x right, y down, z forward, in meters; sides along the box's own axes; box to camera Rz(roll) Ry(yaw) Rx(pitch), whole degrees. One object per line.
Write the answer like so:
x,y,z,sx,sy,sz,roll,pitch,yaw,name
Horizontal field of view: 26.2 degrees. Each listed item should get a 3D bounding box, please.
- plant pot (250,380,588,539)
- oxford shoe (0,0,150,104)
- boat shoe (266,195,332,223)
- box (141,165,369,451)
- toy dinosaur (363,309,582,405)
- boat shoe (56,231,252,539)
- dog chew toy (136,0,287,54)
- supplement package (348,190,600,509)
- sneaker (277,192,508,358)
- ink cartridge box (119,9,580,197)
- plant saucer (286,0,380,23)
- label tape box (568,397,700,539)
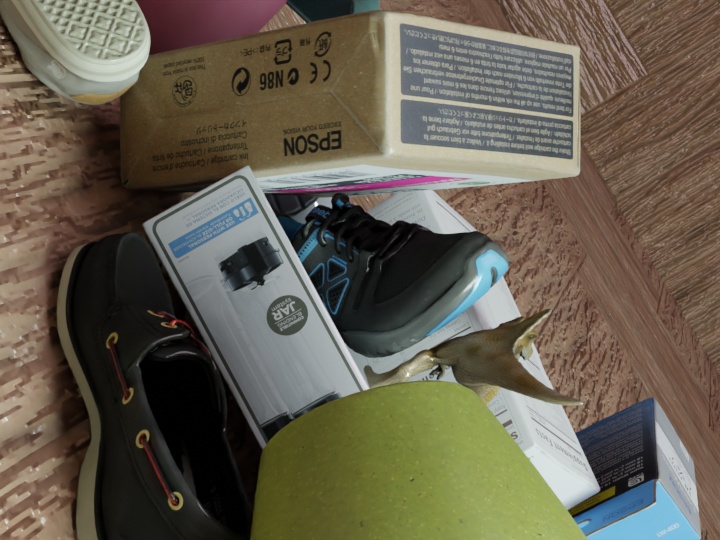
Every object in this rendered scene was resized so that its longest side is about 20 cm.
0.030,0.151,0.581,0.187,0.186,0.201,34,35,-57,plant pot
-0.175,-0.165,0.826,0.200,0.075,0.058,57,-28,22,oxford shoe
-0.030,-0.069,1.058,0.062,0.072,0.200,59,13,-27,boat shoe
-0.031,0.057,0.782,0.201,0.060,0.117,61,-3,6,box
0.058,0.050,0.800,0.058,0.101,0.200,57,6,-3,toy dinosaur
-0.088,0.053,0.673,0.074,0.063,0.202,42,21,-40,boat shoe
-0.133,-0.219,0.939,0.200,0.124,0.125,47,18,-13,dog chew toy
0.049,0.066,0.974,0.114,0.109,0.201,37,26,-53,supplement package
0.000,0.000,0.852,0.073,0.200,0.082,-35,102,-34,sneaker
-0.006,-0.082,0.833,0.164,0.199,0.076,1,87,-47,ink cartridge box
-0.061,-0.216,1.010,0.200,0.019,0.070,45,-26,20,plant saucer
0.146,0.170,1.021,0.063,0.144,0.200,59,16,-7,label tape box
